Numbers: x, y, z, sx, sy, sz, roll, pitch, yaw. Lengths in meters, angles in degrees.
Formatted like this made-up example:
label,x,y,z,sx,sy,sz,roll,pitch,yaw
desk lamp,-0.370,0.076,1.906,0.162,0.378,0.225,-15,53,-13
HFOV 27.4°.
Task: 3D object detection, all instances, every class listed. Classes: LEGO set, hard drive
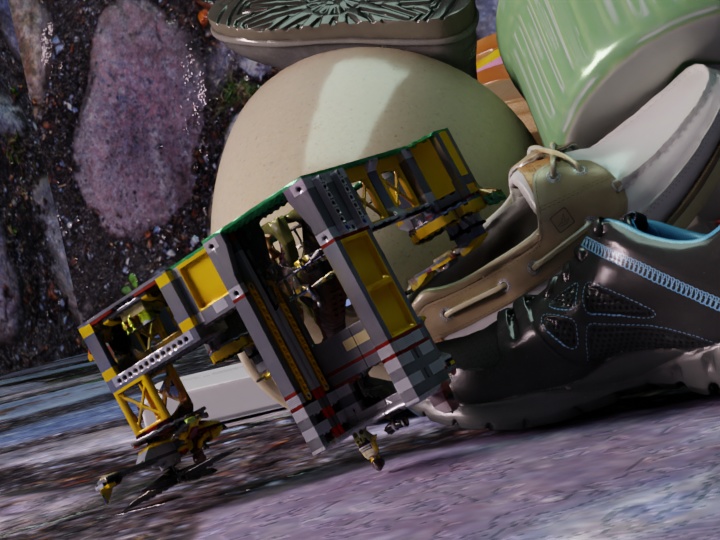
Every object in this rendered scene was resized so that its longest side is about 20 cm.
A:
label,x,y,z,sx,sy,sz,roll,pitch,yaw
LEGO set,-0.020,0.034,0.648,0.199,0.116,0.154,-30,-4,23
hard drive,-0.089,0.085,1.072,0.131,0.027,0.200,-13,0,-6

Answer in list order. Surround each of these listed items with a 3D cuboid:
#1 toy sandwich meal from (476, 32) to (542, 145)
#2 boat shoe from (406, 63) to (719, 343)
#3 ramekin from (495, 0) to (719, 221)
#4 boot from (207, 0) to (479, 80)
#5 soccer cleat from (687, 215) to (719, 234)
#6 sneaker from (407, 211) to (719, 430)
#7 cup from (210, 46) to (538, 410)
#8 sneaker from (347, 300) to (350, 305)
label,x,y,z,sx,sy,sz,roll,pitch,yaw
toy sandwich meal,0.135,-0.100,1.072,0.204,0.071,0.205,-1,-22,0
boat shoe,0.101,-0.027,0.705,0.200,0.068,0.075,-49,14,3
ramekin,0.178,-0.113,0.782,0.199,0.098,0.201,-7,-36,-5
boot,0.007,-0.074,0.886,0.181,0.201,0.073,10,45,26
soccer cleat,0.157,0.014,0.754,0.077,0.070,0.200,-16,3,13
sneaker,0.104,0.018,0.632,0.199,0.082,0.073,-14,2,27
cup,0.000,0.000,0.807,0.199,0.201,0.144,-13,30,22
sneaker,0.063,0.030,0.981,0.199,0.078,0.076,9,15,37
